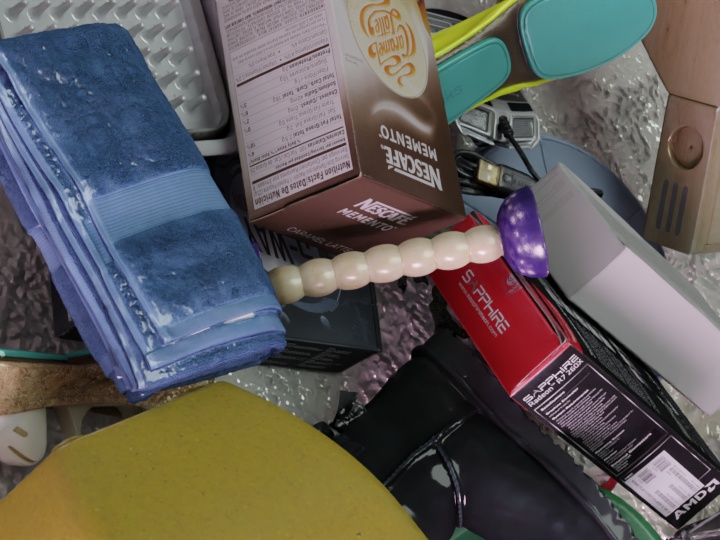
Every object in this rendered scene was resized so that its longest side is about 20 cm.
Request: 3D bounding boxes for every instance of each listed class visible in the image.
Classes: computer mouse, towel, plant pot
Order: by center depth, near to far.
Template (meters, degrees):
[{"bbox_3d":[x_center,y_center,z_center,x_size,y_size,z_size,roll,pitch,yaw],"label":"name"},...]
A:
[{"bbox_3d":[-0.086,0.175,1.114,0.194,0.196,0.200,-21,75,-43],"label":"plant pot"},{"bbox_3d":[-0.117,-0.035,1.134,0.112,0.049,0.200,-17,72,-43],"label":"towel"},{"bbox_3d":[0.077,-0.097,1.433,0.110,0.044,0.200,11,35,-27],"label":"computer mouse"}]

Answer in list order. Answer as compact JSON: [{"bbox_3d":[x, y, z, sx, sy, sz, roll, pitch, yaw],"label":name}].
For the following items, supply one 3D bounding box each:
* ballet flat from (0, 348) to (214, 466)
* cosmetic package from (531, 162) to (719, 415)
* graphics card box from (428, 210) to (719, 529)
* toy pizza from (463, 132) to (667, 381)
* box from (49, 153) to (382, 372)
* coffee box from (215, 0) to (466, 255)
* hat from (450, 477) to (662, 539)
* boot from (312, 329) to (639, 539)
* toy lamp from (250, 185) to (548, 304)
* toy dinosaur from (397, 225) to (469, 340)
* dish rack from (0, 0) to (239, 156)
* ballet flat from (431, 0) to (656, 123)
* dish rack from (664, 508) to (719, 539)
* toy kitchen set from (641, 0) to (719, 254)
[{"bbox_3d":[-0.159,0.070,1.180,0.200,0.070,0.065,0,85,-36],"label":"ballet flat"},{"bbox_3d":[0.169,0.015,1.377,0.200,0.051,0.083,37,13,-49],"label":"cosmetic package"},{"bbox_3d":[0.128,0.060,1.315,0.200,0.051,0.125,37,14,-44],"label":"graphics card box"},{"bbox_3d":[0.127,0.006,1.469,0.200,0.032,0.200,16,62,-33],"label":"toy pizza"},{"bbox_3d":[-0.087,-0.031,1.299,0.200,0.044,0.160,10,64,-36],"label":"box"},{"bbox_3d":[-0.016,-0.118,1.271,0.114,0.080,0.200,18,57,-54],"label":"coffee box"},{"bbox_3d":[0.111,0.209,1.370,0.200,0.176,0.166,-22,81,-4],"label":"hat"},{"bbox_3d":[0.041,0.145,1.245,0.162,0.073,0.198,-40,79,-16],"label":"boot"},{"bbox_3d":[0.000,0.000,1.220,0.200,0.058,0.058,-12,75,0],"label":"toy lamp"},{"bbox_3d":[0.048,-0.009,1.357,0.200,0.047,0.088,39,42,-27],"label":"toy dinosaur"},{"bbox_3d":[-0.152,-0.147,1.240,0.172,0.044,0.200,-6,73,-42],"label":"dish rack"},{"bbox_3d":[0.084,-0.140,1.378,0.200,0.067,0.067,-26,122,-19],"label":"ballet flat"},{"bbox_3d":[0.231,0.220,1.372,0.200,0.055,0.154,47,25,-79],"label":"dish rack"},{"bbox_3d":[0.156,-0.123,1.495,0.163,0.200,0.181,-6,110,-44],"label":"toy kitchen set"}]
